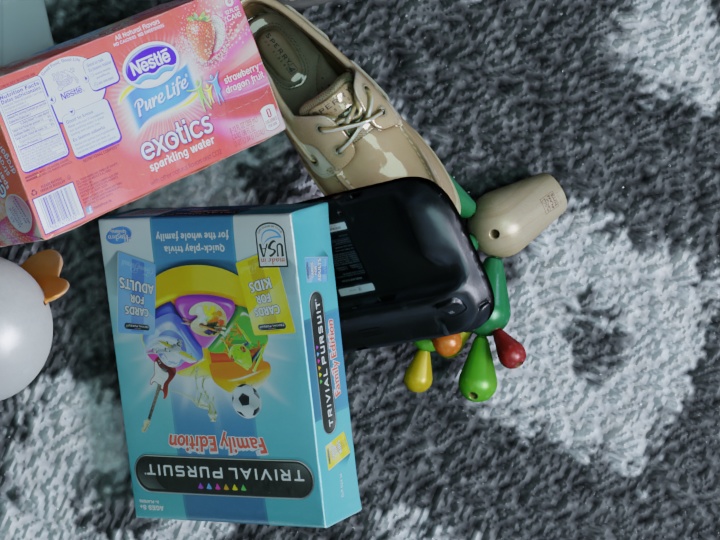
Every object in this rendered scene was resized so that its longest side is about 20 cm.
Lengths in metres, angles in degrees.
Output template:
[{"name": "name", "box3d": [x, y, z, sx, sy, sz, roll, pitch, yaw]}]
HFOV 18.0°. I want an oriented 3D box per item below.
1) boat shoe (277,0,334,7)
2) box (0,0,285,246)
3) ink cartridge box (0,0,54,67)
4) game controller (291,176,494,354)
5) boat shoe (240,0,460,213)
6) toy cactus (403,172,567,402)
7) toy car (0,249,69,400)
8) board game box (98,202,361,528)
[{"name": "boat shoe", "box3d": [0.021, -0.223, 1.483, 0.199, 0.057, 0.067, -20, 101, -11]}, {"name": "box", "box3d": [-0.159, -0.095, 1.396, 0.200, 0.095, 0.103, -29, 105, -38]}, {"name": "ink cartridge box", "box3d": [-0.276, -0.122, 1.388, 0.200, 0.041, 0.200, -21, 103, -39]}, {"name": "game controller", "box3d": [0.000, 0.000, 1.444, 0.042, 0.200, 0.105, -24, 99, -42]}, {"name": "boat shoe", "box3d": [-0.016, -0.095, 1.444, 0.071, 0.065, 0.200, -43, 75, -6]}, {"name": "toy cactus", "box3d": [0.066, -0.017, 1.511, 0.165, 0.102, 0.200, -32, 93, -19]}, {"name": "toy car", "box3d": [-0.270, 0.050, 1.421, 0.200, 0.177, 0.185, -42, 121, -35]}, {"name": "board game box", "box3d": [-0.084, 0.060, 1.452, 0.151, 0.047, 0.201, -1, 100, 32]}]
